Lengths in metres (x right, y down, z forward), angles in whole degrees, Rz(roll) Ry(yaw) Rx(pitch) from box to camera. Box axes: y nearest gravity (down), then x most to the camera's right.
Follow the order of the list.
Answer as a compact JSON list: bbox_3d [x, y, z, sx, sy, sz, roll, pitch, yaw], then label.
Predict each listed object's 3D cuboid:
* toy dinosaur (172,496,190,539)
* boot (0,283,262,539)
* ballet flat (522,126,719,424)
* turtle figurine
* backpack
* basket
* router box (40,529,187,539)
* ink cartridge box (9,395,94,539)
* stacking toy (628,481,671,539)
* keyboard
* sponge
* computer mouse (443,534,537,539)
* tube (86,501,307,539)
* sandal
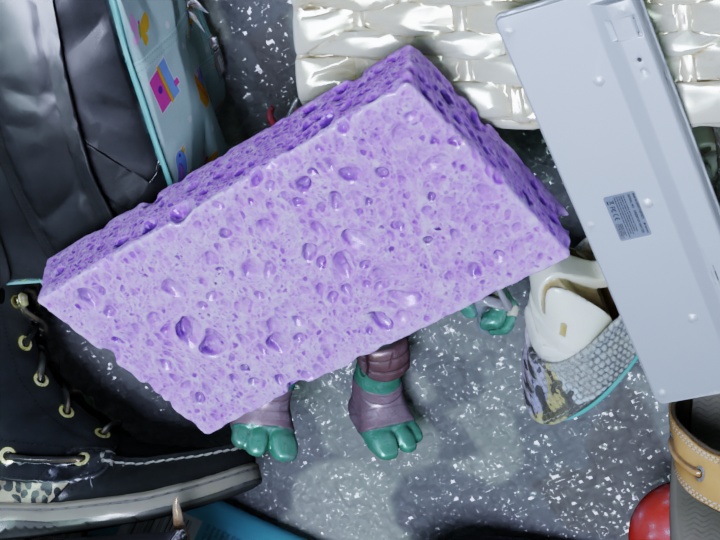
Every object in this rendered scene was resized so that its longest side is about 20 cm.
[{"bbox_3d":[-0.087,0.196,0.862,0.106,0.061,0.200,31,148,-5],"label":"toy dinosaur"},{"bbox_3d":[-0.158,0.057,0.849,0.202,0.073,0.155,-7,81,2],"label":"boot"},{"bbox_3d":[0.117,-0.007,0.750,0.072,0.072,0.200,38,123,-2],"label":"ballet flat"},{"bbox_3d":[0.000,0.000,0.779,0.149,0.101,0.201,11,126,-3],"label":"turtle figurine"},{"bbox_3d":[-0.157,-0.102,0.749,0.175,0.154,0.201,-2,130,18],"label":"backpack"},{"bbox_3d":[0.071,-0.133,0.687,0.199,0.123,0.136,3,114,15],"label":"basket"},{"bbox_3d":[-0.143,0.212,0.837,0.199,0.062,0.150,-11,116,35],"label":"router box"},{"bbox_3d":[-0.198,0.169,0.936,0.103,0.059,0.201,4,114,15],"label":"ink cartridge box"},{"bbox_3d":[0.150,0.195,0.800,0.085,0.085,0.201,8,108,13],"label":"stacking toy"},{"bbox_3d":[0.114,-0.025,0.661,0.056,0.011,0.201,-9,124,29],"label":"keyboard"},{"bbox_3d":[-0.025,-0.006,0.693,0.199,0.030,0.112,-27,127,27],"label":"sponge"},{"bbox_3d":[0.101,0.189,0.864,0.199,0.053,0.139,15,115,-4],"label":"computer mouse"},{"bbox_3d":[-0.051,0.169,0.902,0.199,0.050,0.078,27,118,-1],"label":"tube"},{"bbox_3d":[0.171,0.068,0.722,0.081,0.055,0.201,-5,71,28],"label":"sandal"}]
